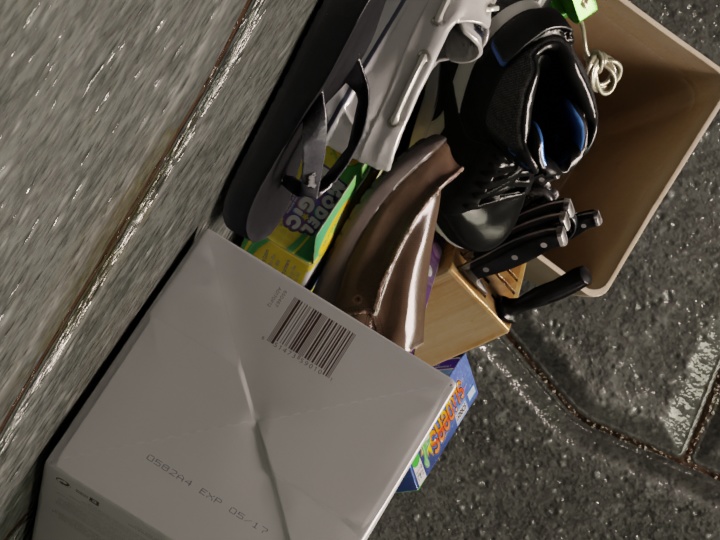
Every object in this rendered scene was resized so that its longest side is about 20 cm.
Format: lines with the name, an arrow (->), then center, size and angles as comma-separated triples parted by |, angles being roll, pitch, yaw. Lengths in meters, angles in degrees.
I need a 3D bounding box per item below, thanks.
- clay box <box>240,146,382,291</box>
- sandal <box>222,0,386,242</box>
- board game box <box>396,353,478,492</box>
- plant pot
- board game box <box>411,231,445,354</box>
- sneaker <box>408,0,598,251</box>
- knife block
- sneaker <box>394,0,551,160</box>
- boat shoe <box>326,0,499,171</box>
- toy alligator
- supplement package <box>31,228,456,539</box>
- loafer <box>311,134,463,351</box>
clay box -> -0.032, -0.026, 1.603 | 0.115, 0.048, 0.200 | -58, 176, -28
sandal -> -0.019, -0.077, 1.357 | 0.076, 0.043, 0.200 | -55, 175, -42
board game box -> -0.034, 0.113, 1.873 | 0.199, 0.035, 0.135 | -9, -157, 26
plant pot -> 0.118, -0.103, 2.044 | 0.200, 0.200, 0.177 | -57, -171, -15
board game box -> 0.000, 0.000, 1.710 | 0.120, 0.032, 0.200 | -21, -146, 32
sneaker -> 0.083, -0.066, 1.561 | 0.073, 0.112, 0.200 | -20, 135, -20
knife block -> 0.054, 0.015, 1.713 | 0.200, 0.064, 0.175 | -47, -154, -7
sneaker -> 0.065, -0.138, 1.654 | 0.090, 0.070, 0.200 | -23, 155, -54
boat shoe -> 0.040, -0.137, 1.483 | 0.200, 0.065, 0.074 | -57, 176, -19
toy alligator -> 0.113, -0.193, 1.663 | 0.059, 0.054, 0.200 | -35, 131, -17
supplement package -> -0.067, 0.108, 1.421 | 0.151, 0.152, 0.200 | -57, 177, -23
loafer -> 0.010, 0.016, 1.562 | 0.200, 0.071, 0.073 | -61, 176, 15
